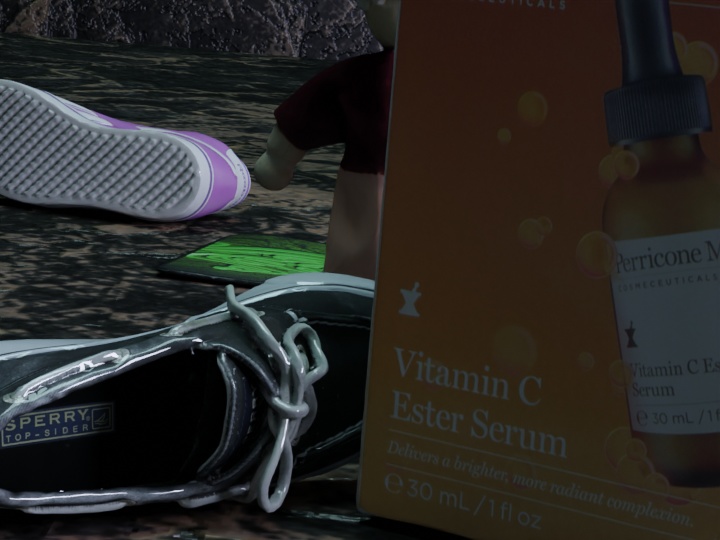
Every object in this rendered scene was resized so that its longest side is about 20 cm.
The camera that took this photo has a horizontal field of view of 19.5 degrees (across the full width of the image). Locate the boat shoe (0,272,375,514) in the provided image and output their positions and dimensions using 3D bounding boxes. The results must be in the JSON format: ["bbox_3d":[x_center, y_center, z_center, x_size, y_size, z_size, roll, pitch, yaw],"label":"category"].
[{"bbox_3d":[-0.045,0.042,0.684,0.199,0.074,0.068,-2,7,-33],"label":"boat shoe"}]

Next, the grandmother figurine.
[{"bbox_3d":[0.014,-0.041,0.831,0.121,0.201,0.061,7,10,14],"label":"grandmother figurine"}]

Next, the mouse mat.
[{"bbox_3d":[0.000,0.000,1.179,0.199,0.008,0.161,6,9,12],"label":"mouse mat"}]

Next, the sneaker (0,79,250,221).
[{"bbox_3d":[-0.167,-0.073,1.366,0.200,0.073,0.114,19,10,20],"label":"sneaker"}]

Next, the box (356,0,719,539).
[{"bbox_3d":[0.095,-0.009,0.681,0.152,0.201,0.106,10,11,33],"label":"box"}]
